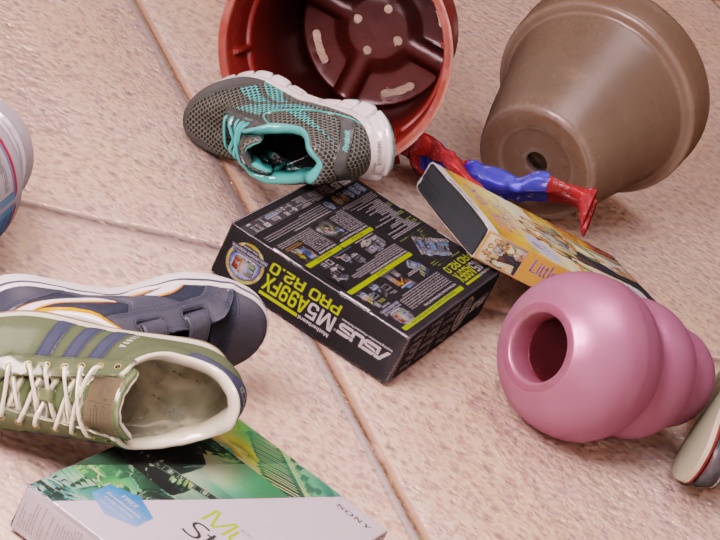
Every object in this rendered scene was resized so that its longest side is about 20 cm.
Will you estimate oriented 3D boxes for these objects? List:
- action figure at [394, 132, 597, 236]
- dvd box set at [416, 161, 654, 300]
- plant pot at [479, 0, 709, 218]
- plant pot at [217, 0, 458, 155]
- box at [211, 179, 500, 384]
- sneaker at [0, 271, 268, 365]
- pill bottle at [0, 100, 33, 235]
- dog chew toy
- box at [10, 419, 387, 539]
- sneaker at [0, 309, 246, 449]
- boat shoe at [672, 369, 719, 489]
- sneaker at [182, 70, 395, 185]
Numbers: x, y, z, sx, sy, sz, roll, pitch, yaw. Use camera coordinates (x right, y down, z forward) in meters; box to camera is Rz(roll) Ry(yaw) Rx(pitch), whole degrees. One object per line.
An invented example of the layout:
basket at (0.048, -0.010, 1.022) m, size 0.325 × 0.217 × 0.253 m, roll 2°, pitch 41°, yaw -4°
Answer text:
action figure at (0.104, -0.078, 1.944) m, size 0.199 × 0.052 × 0.065 m, roll 21°, pitch -4°, yaw 11°
dvd box set at (0.151, -0.012, 1.838) m, size 0.199 × 0.029 × 0.146 m, roll 26°, pitch 14°, yaw -26°
plant pot at (0.193, -0.138, 2.032) m, size 0.200 × 0.201 × 0.175 m, roll 33°, pitch 41°, yaw 12°
plant pot at (-0.001, -0.200, 1.940) m, size 0.200 × 0.201 × 0.195 m, roll 29°, pitch 16°, yaw 5°
box at (0.000, 0.000, 1.699) m, size 0.160 × 0.044 × 0.200 m, roll 33°, pitch 25°, yaw 12°
sneaker at (-0.143, 0.049, 1.412) m, size 0.199 × 0.079 × 0.079 m, roll 0°, pitch 29°, yaw -27°
pill bottle at (-0.280, -0.048, 1.423) m, size 0.108 × 0.109 × 0.200 m, roll 28°, pitch 23°, yaw 2°
dog chew toy at (0.193, 0.070, 1.673) m, size 0.199 × 0.125 × 0.125 m, roll 13°, pitch 26°, yaw -46°
box at (-0.089, 0.151, 1.312) m, size 0.144 × 0.036 × 0.200 m, roll 35°, pitch 24°, yaw 18°
sneaker at (-0.159, 0.066, 1.308) m, size 0.199 × 0.068 × 0.090 m, roll 4°, pitch 10°, yaw -20°
boat shoe at (0.286, 0.125, 1.717) m, size 0.062 × 0.071 × 0.200 m, roll 38°, pitch 20°, yaw 3°
sneaker at (-0.073, -0.107, 1.749) m, size 0.199 × 0.078 × 0.091 m, roll 10°, pitch 22°, yaw 38°
